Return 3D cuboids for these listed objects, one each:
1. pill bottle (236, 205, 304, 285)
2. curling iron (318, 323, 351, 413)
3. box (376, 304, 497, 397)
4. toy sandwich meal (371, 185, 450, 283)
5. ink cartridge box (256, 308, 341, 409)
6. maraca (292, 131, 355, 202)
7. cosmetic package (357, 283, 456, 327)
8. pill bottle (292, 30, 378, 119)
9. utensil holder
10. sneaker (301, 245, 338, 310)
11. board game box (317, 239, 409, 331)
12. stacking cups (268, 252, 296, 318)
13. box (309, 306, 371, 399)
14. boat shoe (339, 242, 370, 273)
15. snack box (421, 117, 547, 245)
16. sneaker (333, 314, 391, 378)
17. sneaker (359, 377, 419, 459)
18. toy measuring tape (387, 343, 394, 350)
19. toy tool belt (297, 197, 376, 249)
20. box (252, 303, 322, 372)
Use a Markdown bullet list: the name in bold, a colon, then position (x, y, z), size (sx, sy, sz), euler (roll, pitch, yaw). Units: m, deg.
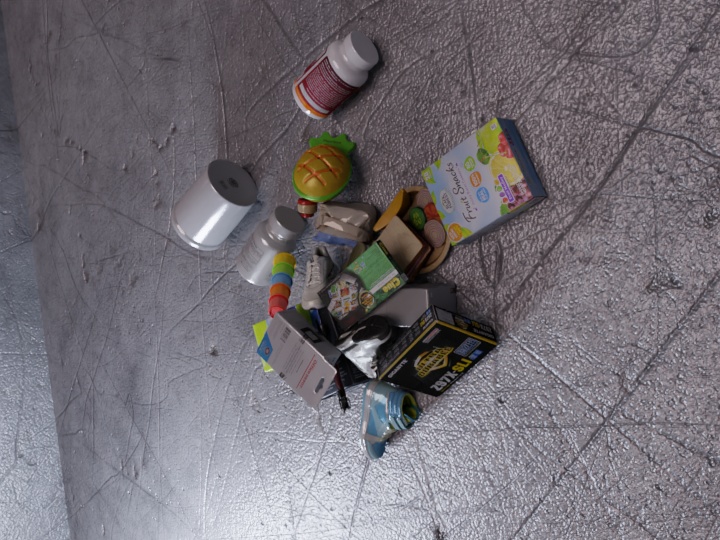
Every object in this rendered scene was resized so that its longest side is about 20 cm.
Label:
- **pill bottle**: position (-0.228, -0.065, 1.636), size (0.200, 0.114, 0.115), euler (-50, 62, 34)
- **curling iron**: position (-0.056, 0.215, 1.416), size (0.050, 0.025, 0.203), euler (114, 141, -72)
- **box**: position (0.150, 0.166, 1.279), size (0.200, 0.158, 0.050), euler (-49, 34, 33)
- **toy sandwich meal**: position (0.104, -0.080, 1.358), size (0.203, 0.070, 0.209), euler (5, 98, 42)
- **ink cartridge box**: position (-0.124, 0.192, 1.393), size (0.200, 0.066, 0.117), euler (40, 112, 25)
- **maraca**: position (-0.082, -0.240, 1.464), size (0.135, 0.107, 0.202), euler (10, 59, 9)
- **cosmetic package**: position (0.097, 0.072, 1.357), size (0.198, 0.106, 0.092), euler (3, 97, 44)
- **pill bottle**: position (-0.055, -0.441, 1.442), size (0.199, 0.112, 0.114), euler (-31, 73, 40)
- **utensil holder**: position (-0.398, -0.181, 1.751), size (0.200, 0.169, 0.171), euler (-41, 67, 34)
- **sneaker**: position (-0.101, 0.017, 1.461), size (0.074, 0.201, 0.082), euler (-8, 121, 10)
- **board game box**: position (0.002, 0.035, 1.333), size (0.200, 0.023, 0.105), euler (-39, 82, 34)
- **stacking cups**: position (-0.189, 0.034, 1.512), size (0.061, 0.060, 0.201), euler (-59, 16, 29)
- **box**: position (-0.059, 0.185, 1.509), size (0.148, 0.106, 0.202), euler (-30, 75, 40)
- **boat shoe**: position (0.000, 0.000, 1.427), size (0.200, 0.068, 0.076), euler (127, 163, -64)
- **snack box**: position (0.233, -0.167, 1.233), size (0.199, 0.067, 0.171), euler (-34, 72, 41)
- **sneaker**: position (0.032, 0.165, 1.349), size (0.115, 0.076, 0.200), euler (46, 151, -11)
- **sneaker**: position (0.068, 0.350, 1.431), size (0.129, 0.079, 0.203), euler (13, 113, 31)
- **toy measuring tape**: position (0.107, 0.169, 1.372), size (0.074, 0.073, 0.200), euler (58, 132, 22)
- **toy tool belt**: position (-0.059, -0.093, 1.468), size (0.197, 0.125, 0.125), euler (11, 108, 22)
- **box**: position (-0.168, 0.158, 1.504), size (0.199, 0.047, 0.124), euler (-26, 77, 42)
